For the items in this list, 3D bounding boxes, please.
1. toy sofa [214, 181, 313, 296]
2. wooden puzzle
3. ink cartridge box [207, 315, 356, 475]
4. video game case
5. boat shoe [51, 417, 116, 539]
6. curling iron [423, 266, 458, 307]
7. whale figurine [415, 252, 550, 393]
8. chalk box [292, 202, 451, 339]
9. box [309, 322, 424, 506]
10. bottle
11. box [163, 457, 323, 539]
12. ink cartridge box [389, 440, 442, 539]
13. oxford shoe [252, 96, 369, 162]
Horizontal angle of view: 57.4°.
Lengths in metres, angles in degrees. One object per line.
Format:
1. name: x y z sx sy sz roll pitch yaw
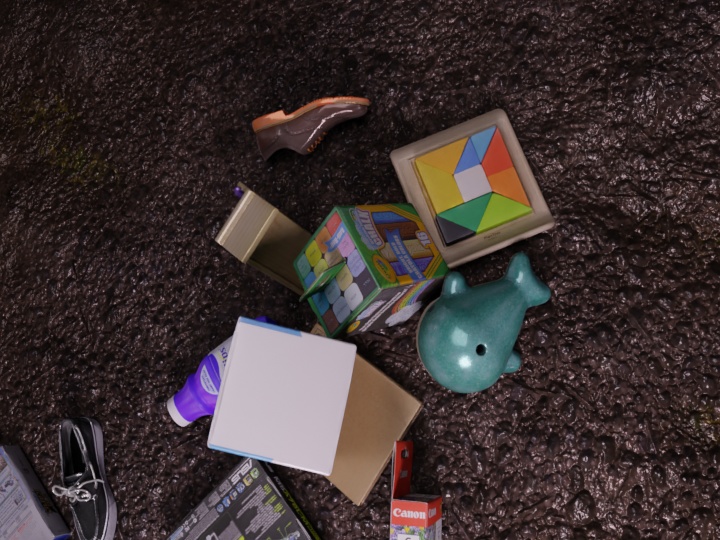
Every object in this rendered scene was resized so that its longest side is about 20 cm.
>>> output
1. toy sofa: -0.112 -0.033 0.919 0.097 0.199 0.084 34 89 36
2. wooden puzzle: 0.154 -0.120 0.925 0.180 0.037 0.205 -21 70 0
3. ink cartridge box: -0.095 0.155 0.824 0.142 0.200 0.151 14 79 -4
4. video game case: -0.577 0.419 1.042 0.201 0.045 0.181 -47 70 2
5. boat shoe: -0.424 0.325 1.003 0.071 0.068 0.206 -14 73 14
6. curling iron: 0.124 -0.033 0.936 0.048 0.026 0.207 10 80 17
7. whale figurine: 0.165 0.068 0.847 0.198 0.104 0.161 -38 99 -5
8. chalk box: 0.000 0.000 0.859 0.125 0.197 0.126 -45 64 36
9. box: -0.032 0.199 0.932 0.198 0.021 0.166 34 89 22
10. bottle: -0.197 0.154 0.973 0.198 0.065 0.085 -36 70 7
11. box: -0.160 0.395 0.915 0.200 0.047 0.194 -45 71 2
12. ink cartridge box: 0.072 0.321 0.823 0.049 0.109 0.207 -1 77 17
13. oxford shoe: -0.073 -0.223 1.033 0.194 0.071 0.075 -12 93 19
